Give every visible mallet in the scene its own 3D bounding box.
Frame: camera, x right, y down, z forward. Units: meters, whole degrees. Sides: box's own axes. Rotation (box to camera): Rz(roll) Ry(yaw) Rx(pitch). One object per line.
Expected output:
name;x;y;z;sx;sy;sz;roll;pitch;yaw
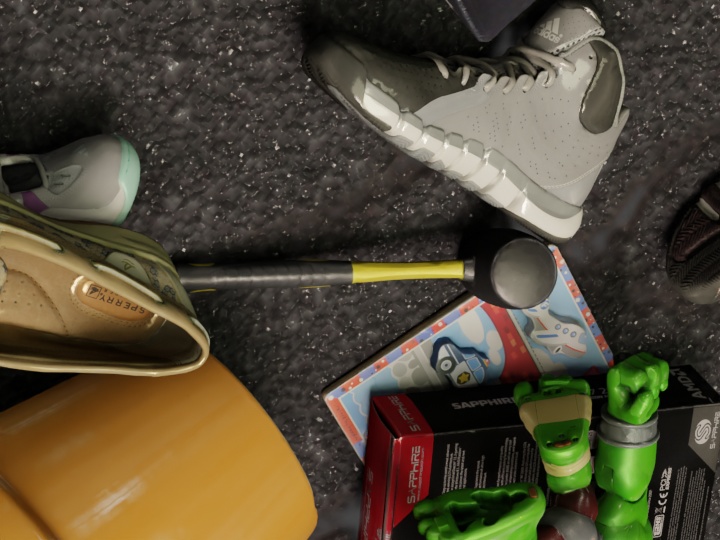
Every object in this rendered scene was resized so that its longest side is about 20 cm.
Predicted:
mallet;0.000;0.000;1.319;0.198;0.066;0.042;-1;95;-7

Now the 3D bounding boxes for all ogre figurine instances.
ogre figurine;0.093;0.141;1.308;0.200;0.097;0.121;-57;143;-43

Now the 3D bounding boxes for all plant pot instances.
plant pot;-0.128;0.134;1.247;0.183;0.200;0.201;-38;125;-20

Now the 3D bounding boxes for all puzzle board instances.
puzzle board;0.084;0.099;1.415;0.150;0.017;0.201;-34;123;-5

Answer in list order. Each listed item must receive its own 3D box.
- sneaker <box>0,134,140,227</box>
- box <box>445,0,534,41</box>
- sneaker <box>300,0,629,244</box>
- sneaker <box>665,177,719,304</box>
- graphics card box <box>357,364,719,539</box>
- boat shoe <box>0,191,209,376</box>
sneaker;-0.210;-0.035;1.180;0.199;0.078;0.140;-35;124;-5
box;0.058;-0.247;1.104;0.200;0.197;0.117;-40;153;0
sneaker;0.064;-0.103;1.278;0.199;0.075;0.116;30;96;-43
sneaker;0.268;-0.030;1.398;0.200;0.076;0.116;-42;127;0
graphics card box;0.097;0.124;1.393;0.198;0.051;0.126;-5;117;-19
boat shoe;-0.155;0.008;1.131;0.199;0.063;0.074;5;119;-38
